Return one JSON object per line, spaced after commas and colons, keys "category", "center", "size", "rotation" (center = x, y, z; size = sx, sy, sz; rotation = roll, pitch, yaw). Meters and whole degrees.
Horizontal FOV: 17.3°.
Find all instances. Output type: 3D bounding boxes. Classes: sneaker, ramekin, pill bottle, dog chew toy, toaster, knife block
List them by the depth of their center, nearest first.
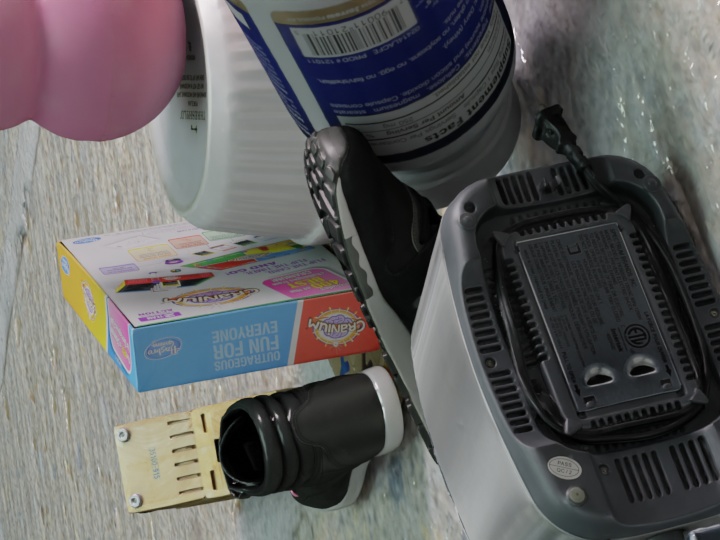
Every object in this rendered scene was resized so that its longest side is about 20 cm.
{"category": "toaster", "center": [0.087, 0.045, 1.007], "size": [0.129, 0.113, 0.201], "rotation": [110, 144, -60]}
{"category": "pill bottle", "center": [0.007, -0.117, 1.086], "size": [0.200, 0.115, 0.116], "rotation": [61, -173, -56]}
{"category": "sneaker", "center": [0.039, -0.003, 1.108], "size": [0.076, 0.087, 0.200], "rotation": [-114, -1, -48]}
{"category": "dog chew toy", "center": [-0.205, -0.134, 1.368], "size": [0.124, 0.199, 0.125], "rotation": [175, 90, -72]}
{"category": "ramekin", "center": [-0.067, -0.114, 1.424], "size": [0.202, 0.094, 0.203], "rotation": [177, 90, -72]}
{"category": "sneaker", "center": [-0.046, 0.110, 1.446], "size": [0.200, 0.099, 0.071], "rotation": [127, 130, -67]}
{"category": "knife block", "center": [-0.087, 0.130, 1.689], "size": [0.199, 0.175, 0.064], "rotation": [-14, 83, 27]}

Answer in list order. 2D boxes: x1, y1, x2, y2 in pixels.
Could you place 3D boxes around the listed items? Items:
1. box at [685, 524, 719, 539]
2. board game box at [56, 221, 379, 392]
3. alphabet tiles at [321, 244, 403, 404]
{"category": "box", "center": [0.160, 0.160, 0.775], "size": [0.200, 0.148, 0.107], "rotation": [109, 147, -55]}
{"category": "board game box", "center": [-0.092, 0.014, 1.458], "size": [0.200, 0.152, 0.041], "rotation": [-140, 44, -65]}
{"category": "alphabet tiles", "center": [0.000, 0.000, 1.425], "size": [0.167, 0.006, 0.201], "rotation": [-115, 24, -43]}
